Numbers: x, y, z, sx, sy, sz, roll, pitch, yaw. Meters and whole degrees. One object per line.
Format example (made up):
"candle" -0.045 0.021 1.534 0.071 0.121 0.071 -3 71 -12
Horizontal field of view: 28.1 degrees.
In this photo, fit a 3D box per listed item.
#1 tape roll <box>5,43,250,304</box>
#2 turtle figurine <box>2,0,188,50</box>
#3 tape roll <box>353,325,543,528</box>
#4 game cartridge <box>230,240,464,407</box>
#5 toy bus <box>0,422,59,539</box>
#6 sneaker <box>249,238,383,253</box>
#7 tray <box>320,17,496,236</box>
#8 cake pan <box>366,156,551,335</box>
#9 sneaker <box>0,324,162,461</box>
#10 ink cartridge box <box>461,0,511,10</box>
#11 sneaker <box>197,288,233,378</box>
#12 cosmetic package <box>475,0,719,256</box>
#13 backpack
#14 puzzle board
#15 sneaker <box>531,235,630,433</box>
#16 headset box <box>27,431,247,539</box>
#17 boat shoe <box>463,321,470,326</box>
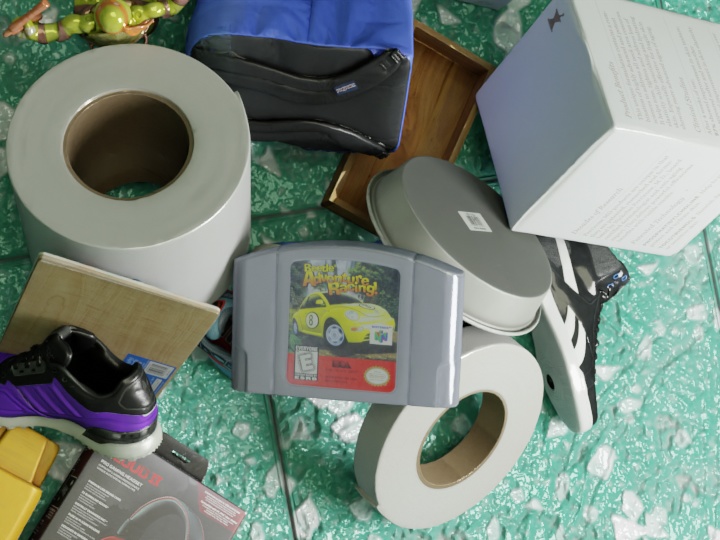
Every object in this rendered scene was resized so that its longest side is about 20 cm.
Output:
"tape roll" -0.192 -0.070 1.218 0.200 0.140 0.205 2 60 -4
"turtle figurine" -0.203 -0.221 1.245 0.198 0.161 0.065 -19 102 -3
"tape roll" 0.082 0.145 1.317 0.202 0.037 0.204 -24 132 -29
"game cartridge" -0.012 0.043 1.214 0.198 0.041 0.135 3 96 9
"toy bus" -0.328 0.224 1.215 0.065 0.078 0.201 31 77 -13
"sneaker" 0.000 0.001 1.327 0.111 0.198 0.077 -46 140 -44
"tray" 0.047 -0.131 1.395 0.098 0.037 0.202 28 76 -14
"cake pan" 0.095 -0.029 1.296 0.199 0.201 0.037 34 120 -13
"sneaker" -0.258 0.084 1.206 0.198 0.100 0.070 13 38 16
"ink cartridge box" 0.079 -0.326 1.350 0.198 0.175 0.085 10 82 -17
"sneaker" -0.138 0.029 1.286 0.199 0.095 0.080 34 76 -12
"cosmetic package" 0.245 -0.136 1.348 0.198 0.166 0.169 8 54 -29
"backpack" -0.058 -0.200 1.300 0.198 0.163 0.169 2 52 -3
"puzzle board" -0.217 0.049 1.211 0.149 0.200 0.018 17 59 -16
"sneaker" 0.226 0.049 1.416 0.111 0.073 0.202 -18 89 -17
"headset box" -0.205 0.240 1.255 0.148 0.075 0.201 35 75 -12
"boat shoe" 0.066 0.038 1.372 0.200 0.063 0.074 -27 95 -17
